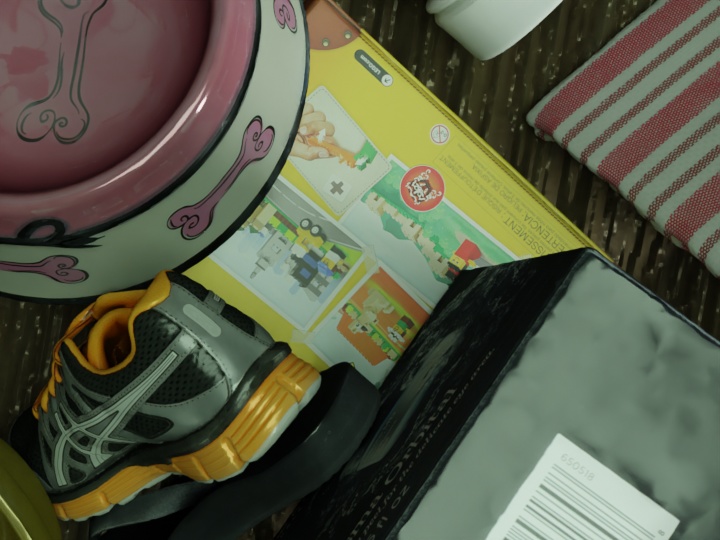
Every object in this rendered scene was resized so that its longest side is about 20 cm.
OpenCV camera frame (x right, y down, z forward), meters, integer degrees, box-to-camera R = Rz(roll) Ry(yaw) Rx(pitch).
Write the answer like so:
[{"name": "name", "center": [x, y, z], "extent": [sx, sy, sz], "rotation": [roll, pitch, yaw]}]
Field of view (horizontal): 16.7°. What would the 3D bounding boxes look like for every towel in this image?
[{"name": "towel", "center": [0.177, -0.066, 1.060], "extent": [0.146, 0.200, 0.030], "rotation": [-38, 131, -7]}]

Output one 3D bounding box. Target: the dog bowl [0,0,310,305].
[{"name": "dog bowl", "center": [-0.124, -0.091, 0.999], "extent": [0.200, 0.074, 0.200], "rotation": [-3, 73, 10]}]

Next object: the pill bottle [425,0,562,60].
[{"name": "pill bottle", "center": [0.013, -0.191, 1.046], "extent": [0.200, 0.113, 0.113], "rotation": [44, 84, -10]}]

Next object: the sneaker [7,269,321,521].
[{"name": "sneaker", "center": [-0.095, 0.046, 1.001], "extent": [0.077, 0.200, 0.078], "rotation": [47, 55, -16]}]

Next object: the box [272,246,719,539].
[{"name": "box", "center": [0.051, 0.105, 0.939], "extent": [0.117, 0.200, 0.197], "rotation": [36, 82, -7]}]

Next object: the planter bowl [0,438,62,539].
[{"name": "planter bowl", "center": [-0.186, 0.119, 1.017], "extent": [0.200, 0.083, 0.200], "rotation": [11, 118, 22]}]

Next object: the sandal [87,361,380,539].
[{"name": "sandal", "center": [-0.068, 0.089, 1.027], "extent": [0.043, 0.076, 0.200], "rotation": [41, 127, -14]}]

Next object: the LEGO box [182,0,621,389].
[{"name": "LEGO box", "center": [0.000, 0.000, 1.072], "extent": [0.200, 0.077, 0.149], "rotation": [42, 85, -11]}]
